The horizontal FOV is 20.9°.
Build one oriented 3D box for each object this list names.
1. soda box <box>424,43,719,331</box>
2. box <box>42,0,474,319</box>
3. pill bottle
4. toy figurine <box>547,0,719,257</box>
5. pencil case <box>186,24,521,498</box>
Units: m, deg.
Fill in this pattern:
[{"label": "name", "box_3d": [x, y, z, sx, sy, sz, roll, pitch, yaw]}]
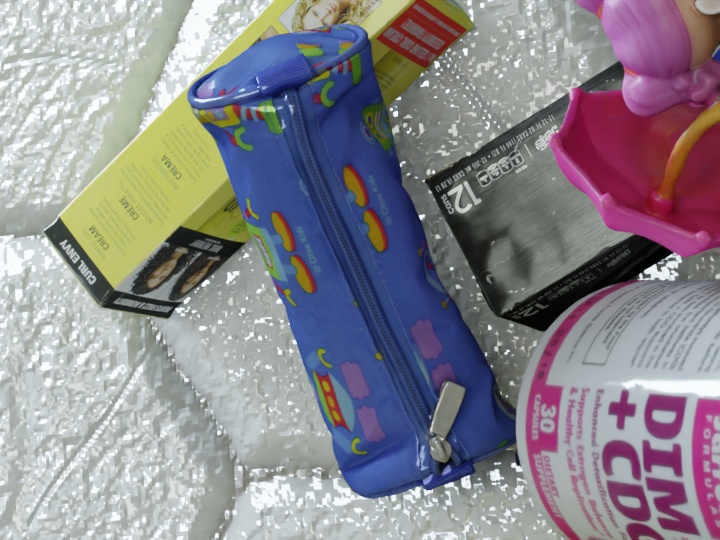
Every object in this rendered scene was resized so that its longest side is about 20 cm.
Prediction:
[{"label": "soda box", "box_3d": [0.132, -0.054, 0.796, 0.200, 0.063, 0.071, -32, 72, 16]}, {"label": "box", "box_3d": [-0.045, -0.064, 0.869, 0.200, 0.075, 0.050, -43, 71, 11]}, {"label": "pill bottle", "box_3d": [0.154, 0.060, 0.693, 0.200, 0.113, 0.113, -1, 80, 61]}, {"label": "toy figurine", "box_3d": [0.141, -0.086, 0.681, 0.184, 0.150, 0.200, -24, 97, 37]}, {"label": "pencil case", "box_3d": [0.000, 0.000, 0.796, 0.078, 0.087, 0.200, -24, 103, -6]}]
